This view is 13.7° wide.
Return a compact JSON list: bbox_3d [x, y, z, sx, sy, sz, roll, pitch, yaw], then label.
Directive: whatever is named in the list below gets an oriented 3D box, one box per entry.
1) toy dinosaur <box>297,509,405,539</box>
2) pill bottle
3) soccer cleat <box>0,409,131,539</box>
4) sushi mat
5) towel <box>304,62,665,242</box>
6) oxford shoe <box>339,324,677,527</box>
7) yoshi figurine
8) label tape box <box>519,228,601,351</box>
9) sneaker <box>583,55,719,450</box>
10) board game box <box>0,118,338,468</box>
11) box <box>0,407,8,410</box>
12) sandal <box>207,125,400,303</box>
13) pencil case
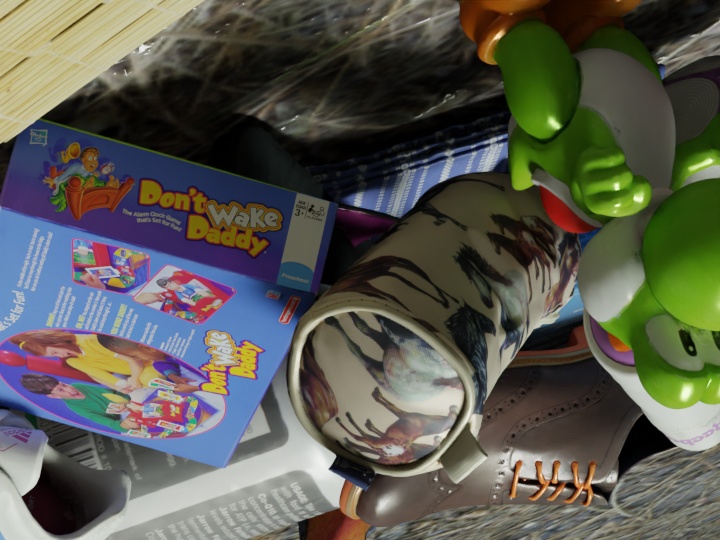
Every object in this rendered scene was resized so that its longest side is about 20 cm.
[{"bbox_3d":[-0.018,0.113,1.553,0.200,0.105,0.181,-61,176,14],"label":"toy dinosaur"},{"bbox_3d":[-0.062,0.076,1.477,0.200,0.113,0.113,-19,162,10],"label":"pill bottle"},{"bbox_3d":[-0.195,0.080,1.360,0.200,0.070,0.086,25,143,-32],"label":"soccer cleat"},{"bbox_3d":[-0.094,-0.104,1.115,0.200,0.012,0.096,-32,158,26],"label":"sushi mat"},{"bbox_3d":[0.046,-0.043,1.443,0.200,0.024,0.145,-17,163,-10],"label":"towel"},{"bbox_3d":[0.083,0.081,1.412,0.200,0.073,0.071,-23,145,-26],"label":"oxford shoe"},{"bbox_3d":[0.121,-0.046,1.225,0.112,0.200,0.112,-22,161,1],"label":"yoshi figurine"},{"bbox_3d":[0.112,0.005,1.498,0.144,0.063,0.200,-19,162,-26],"label":"label tape box"},{"bbox_3d":[0.147,-0.009,1.345,0.075,0.200,0.100,-7,137,28],"label":"sneaker"},{"bbox_3d":[-0.099,0.014,1.289,0.134,0.045,0.200,16,153,-7],"label":"board game box"},{"bbox_3d":[-0.201,0.144,1.516,0.106,0.122,0.200,-26,161,17],"label":"box"},{"bbox_3d":[0.000,0.001,1.345,0.048,0.075,0.200,-14,149,25],"label":"sandal"},{"bbox_3d":[0.036,0.020,1.256,0.078,0.089,0.200,-35,-174,26],"label":"pencil case"}]
